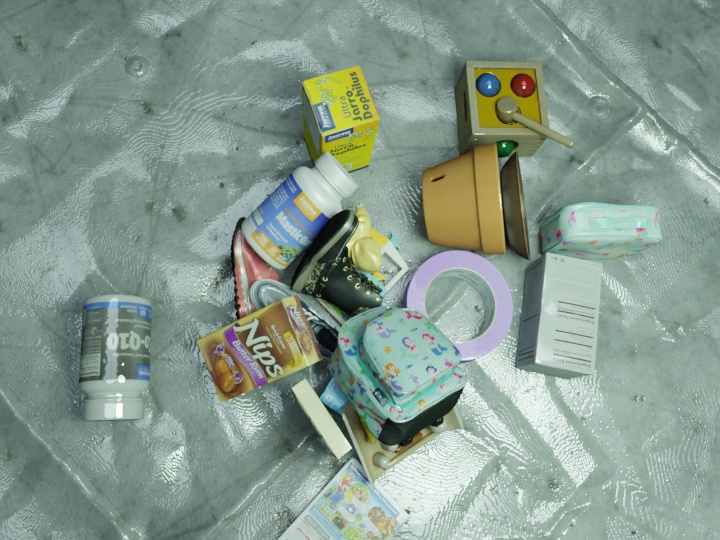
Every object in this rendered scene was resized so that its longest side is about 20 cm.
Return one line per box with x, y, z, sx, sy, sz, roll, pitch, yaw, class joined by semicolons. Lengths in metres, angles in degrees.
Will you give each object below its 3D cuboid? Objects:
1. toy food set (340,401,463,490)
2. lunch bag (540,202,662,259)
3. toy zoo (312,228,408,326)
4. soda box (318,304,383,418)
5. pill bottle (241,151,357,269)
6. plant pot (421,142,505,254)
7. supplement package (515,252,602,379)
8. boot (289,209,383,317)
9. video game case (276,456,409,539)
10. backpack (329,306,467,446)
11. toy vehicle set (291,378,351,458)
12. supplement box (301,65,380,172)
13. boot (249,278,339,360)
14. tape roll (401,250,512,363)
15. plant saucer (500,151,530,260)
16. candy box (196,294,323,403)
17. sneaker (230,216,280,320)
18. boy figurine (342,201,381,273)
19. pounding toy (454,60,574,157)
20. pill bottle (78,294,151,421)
0.073;0.258;1.040;0.198;0.060;0.145;-27;100;-23;toy food set
0.452;-0.076;1.143;0.196;0.161;0.078;-1;76;-4;lunch bag
0.000;0.000;1.154;0.131;0.020;0.200;43;76;6;toy zoo
0.002;0.163;1.088;0.064;0.068;0.201;33;75;2;soda box
-0.102;-0.107;1.059;0.200;0.112;0.112;-42;82;11;pill bottle
0.191;-0.124;1.125;0.138;0.200;0.204;-5;75;14;plant pot
0.363;0.087;1.118;0.108;0.114;0.203;11;76;-1;supplement package
-0.016;-0.003;1.040;0.152;0.204;0.074;29;42;-14;boot
-0.032;0.445;1.040;0.143;0.018;0.200;44;77;7;video game case
0.051;0.149;0.968;0.176;0.152;0.200;-21;50;-33;backpack
-0.066;0.244;0.994;0.026;0.200;0.125;-33;79;-12;toy vehicle set
-0.041;-0.264;1.124;0.108;0.200;0.110;-19;78;-9;supplement box
-0.103;0.083;1.059;0.199;0.090;0.073;39;73;-14;boot
0.178;0.069;1.131;0.196;0.066;0.204;1;75;-5;tape roll
0.287;-0.117;1.132;0.036;0.200;0.204;-6;75;18;plant saucer
-0.172;0.133;1.028;0.198;0.056;0.118;-26;85;24;candy box
-0.192;0.002;1.120;0.085;0.074;0.204;-4;83;-17;sneaker
-0.028;-0.074;1.127;0.199;0.065;0.124;39;75;18;boy figurine
0.296;-0.306;1.195;0.181;0.142;0.204;-1;76;-5;pounding toy
-0.414;0.150;1.030;0.112;0.114;0.204;-2;77;-6;pill bottle
